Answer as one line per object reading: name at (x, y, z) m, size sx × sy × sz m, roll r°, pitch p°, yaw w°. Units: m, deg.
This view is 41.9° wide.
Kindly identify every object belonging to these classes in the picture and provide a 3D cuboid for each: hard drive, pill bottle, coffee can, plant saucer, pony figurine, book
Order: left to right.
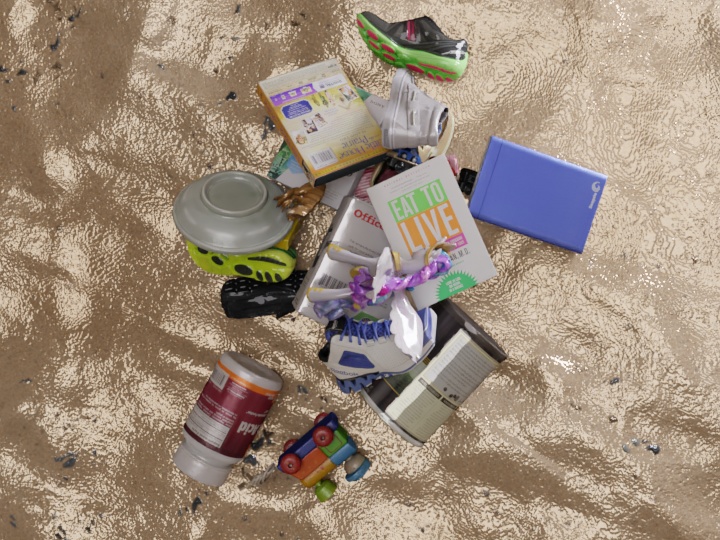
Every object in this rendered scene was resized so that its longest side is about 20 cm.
pill bottle at (-0.222, 0.245, 1.551) m, size 0.114 × 0.114 × 0.201 m, roll 29°, pitch 94°, yaw 8°
plant saucer at (-0.204, -0.109, 1.522) m, size 0.199 × 0.201 × 0.050 m, roll 17°, pitch 135°, yaw 8°
pony figurine at (0.028, 0.022, 1.348) m, size 0.199 × 0.193 × 0.167 m, roll -6°, pitch 128°, yaw 26°
book at (0.107, -0.058, 1.433) m, size 0.133 × 0.048 × 0.201 m, roll -24°, pitch 90°, yaw 3°
coffee can at (0.113, 0.158, 1.487) m, size 0.146 × 0.146 × 0.200 m, roll 43°, pitch 95°, yaw 7°
hard drive at (0.281, -0.120, 1.505) m, size 0.199 × 0.025 × 0.133 m, roll 18°, pitch 92°, yaw -5°

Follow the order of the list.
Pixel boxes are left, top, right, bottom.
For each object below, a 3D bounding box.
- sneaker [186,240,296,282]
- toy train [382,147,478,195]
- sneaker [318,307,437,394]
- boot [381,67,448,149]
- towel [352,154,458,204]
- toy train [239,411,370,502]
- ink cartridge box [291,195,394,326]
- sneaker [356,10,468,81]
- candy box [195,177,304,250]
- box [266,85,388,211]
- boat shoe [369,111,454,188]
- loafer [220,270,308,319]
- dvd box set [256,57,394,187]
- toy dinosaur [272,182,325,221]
sneaker at (-0.199, -0.029, 1.571) m, size 0.199 × 0.084 × 0.074 m, roll 16°, pitch 112°, yaw 13°
toy train at (0.125, -0.158, 1.494) m, size 0.199 × 0.034 × 0.046 m, roll 14°, pitch 98°, yaw -28°
sneaker at (0.010, 0.107, 1.413) m, size 0.199 × 0.081 × 0.115 m, roll -31°, pitch 121°, yaw 28°
boot at (0.093, -0.254, 1.489) m, size 0.095 × 0.201 × 0.074 m, roll 5°, pitch 133°, yaw 8°
towel at (0.071, -0.106, 1.560) m, size 0.199 × 0.023 × 0.145 m, roll -8°, pitch 87°, yaw 8°
toy train at (-0.088, 0.339, 1.554) m, size 0.200 × 0.085 × 0.116 m, roll -41°, pitch 97°, yaw 6°
ink cartridge box at (0.000, 0.000, 1.497) m, size 0.145 × 0.084 × 0.201 m, roll 26°, pitch 92°, yaw -11°
sneaker at (0.085, -0.378, 1.545) m, size 0.199 × 0.077 × 0.084 m, roll 25°, pitch 74°, yaw 6°
candy box at (-0.198, -0.096, 1.565) m, size 0.199 × 0.102 × 0.027 m, roll 15°, pitch 131°, yaw 8°
box at (-0.050, -0.215, 1.564) m, size 0.144 × 0.036 × 0.201 m, roll 25°, pitch 89°, yaw 13°
boat shoe at (0.084, -0.188, 1.522) m, size 0.074 × 0.066 × 0.201 m, roll 31°, pitch 82°, yaw 18°
loafer at (-0.133, 0.045, 1.572) m, size 0.199 × 0.068 × 0.071 m, roll -5°, pitch 127°, yaw 0°
dvd box set at (-0.057, -0.238, 1.491) m, size 0.146 × 0.029 × 0.201 m, roll -24°, pitch 69°, yaw -21°
toy dinosaur at (-0.075, -0.126, 1.504) m, size 0.106 × 0.200 × 0.060 m, roll -23°, pitch 118°, yaw 35°
